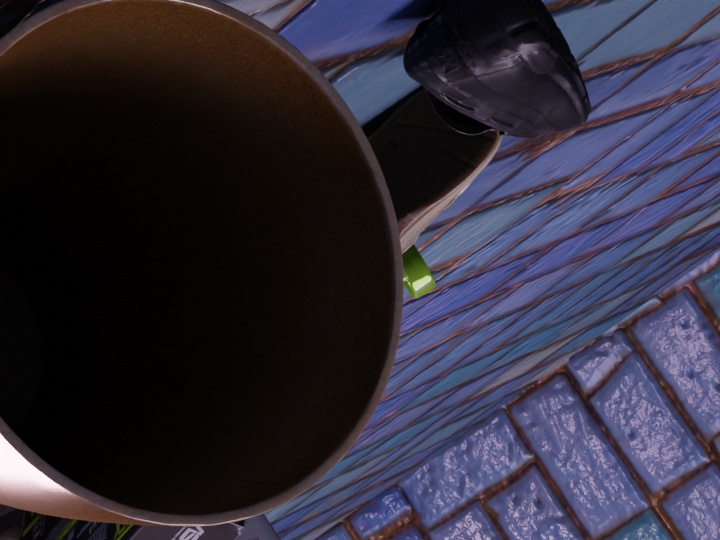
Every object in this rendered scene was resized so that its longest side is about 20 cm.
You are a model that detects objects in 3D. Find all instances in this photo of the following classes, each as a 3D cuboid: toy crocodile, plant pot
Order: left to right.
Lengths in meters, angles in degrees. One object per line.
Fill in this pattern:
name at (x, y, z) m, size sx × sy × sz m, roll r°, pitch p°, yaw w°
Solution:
plant pot at (-0.116, 0.014, 1.081) m, size 0.186 × 0.186 × 0.200 m, roll -28°, pitch -176°, yaw -35°
toy crocodile at (0.000, 0.000, 1.702) m, size 0.068 × 0.062 × 0.200 m, roll -32°, pitch -179°, yaw 1°

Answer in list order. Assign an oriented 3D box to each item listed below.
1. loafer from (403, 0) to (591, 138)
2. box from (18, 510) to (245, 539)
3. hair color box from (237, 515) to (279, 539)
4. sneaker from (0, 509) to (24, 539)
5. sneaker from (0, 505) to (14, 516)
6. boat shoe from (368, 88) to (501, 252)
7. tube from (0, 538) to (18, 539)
loafer at (0.066, -0.099, 1.451) m, size 0.070 × 0.068 × 0.201 m, roll -26°, pitch 168°, yaw 10°
box at (-0.116, 0.109, 1.507) m, size 0.200 × 0.044 × 0.160 m, roll -48°, pitch -153°, yaw 42°
hair color box at (-0.110, 0.185, 1.923) m, size 0.061 × 0.200 × 0.102 m, roll -39°, pitch 170°, yaw 38°
sneaker at (-0.144, 0.139, 1.693) m, size 0.075 × 0.079 × 0.200 m, roll -25°, pitch 166°, yaw -42°
sneaker at (-0.240, 0.127, 1.556) m, size 0.200 × 0.075 × 0.105 m, roll -41°, pitch 165°, yaw 21°
boat shoe at (-0.004, -0.027, 1.592) m, size 0.200 × 0.072 × 0.065 m, roll -39°, pitch 170°, yaw 5°
tube at (-0.280, 0.194, 1.714) m, size 0.200 × 0.058 × 0.052 m, roll -10°, pitch -145°, yaw 26°
